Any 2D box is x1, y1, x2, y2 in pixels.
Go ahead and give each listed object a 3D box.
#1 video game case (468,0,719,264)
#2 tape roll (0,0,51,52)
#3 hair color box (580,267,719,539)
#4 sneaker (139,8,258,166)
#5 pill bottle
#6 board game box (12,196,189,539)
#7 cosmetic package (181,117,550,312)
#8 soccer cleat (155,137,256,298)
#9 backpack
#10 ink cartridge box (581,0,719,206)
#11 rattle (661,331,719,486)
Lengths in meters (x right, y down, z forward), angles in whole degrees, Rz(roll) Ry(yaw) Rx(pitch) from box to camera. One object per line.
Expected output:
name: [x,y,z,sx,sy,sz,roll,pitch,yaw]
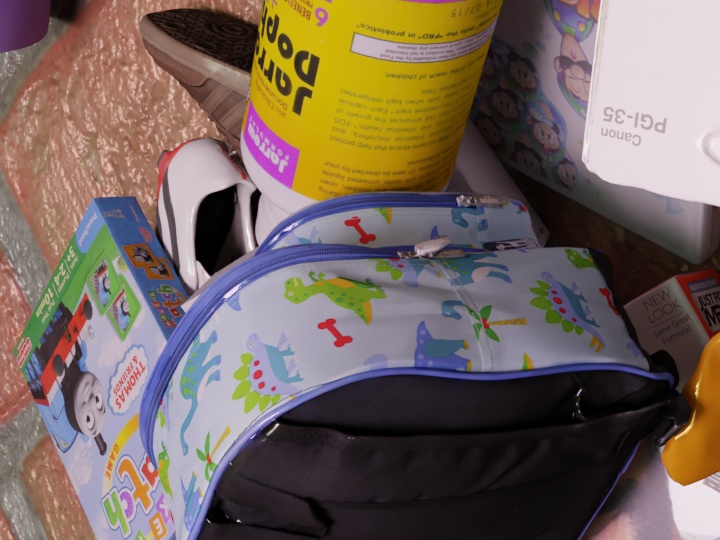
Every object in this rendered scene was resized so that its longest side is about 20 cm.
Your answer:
video game case: [0.089,-0.111,0.706,0.200,0.024,0.182,32,149,33]
tape roll: [-0.304,-0.213,0.975,0.200,0.200,0.085,29,118,34]
hair color box: [0.165,0.113,0.709,0.111,0.064,0.200,-34,75,29]
sneaker: [-0.065,-0.093,0.876,0.200,0.070,0.076,33,123,33]
pill bottle: [0.002,-0.089,0.676,0.104,0.104,0.200,40,136,28]
board game box: [-0.142,0.078,0.906,0.200,0.037,0.151,57,131,29]
cosmetic package: [0.000,0.000,0.815,0.200,0.051,0.083,-30,103,32]
soccer cleat: [-0.101,0.016,0.927,0.085,0.069,0.200,35,122,52]
backpack: [0.007,0.060,0.648,0.183,0.200,0.147,-64,38,37]
ink cartridge box: [0.200,-0.074,0.551,0.146,0.200,0.083,17,111,38]
rattle: [0.234,0.041,0.582,0.200,0.130,0.143,20,73,26]
